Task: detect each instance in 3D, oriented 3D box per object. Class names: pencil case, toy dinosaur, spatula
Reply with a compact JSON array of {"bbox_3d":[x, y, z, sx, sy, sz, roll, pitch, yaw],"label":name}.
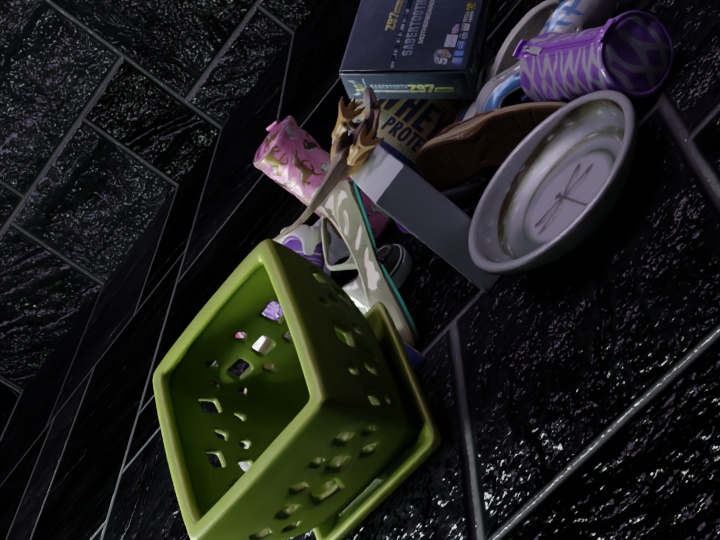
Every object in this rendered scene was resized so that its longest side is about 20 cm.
[{"bbox_3d":[0.225,-0.207,1.135,0.084,0.085,0.200,-53,18,-8],"label":"pencil case"},{"bbox_3d":[-0.015,-0.114,1.186,0.201,0.060,0.107,-57,-6,-27],"label":"toy dinosaur"},{"bbox_3d":[0.087,-0.079,1.351,0.021,0.057,0.199,-45,16,-32],"label":"spatula"},{"bbox_3d":[-0.047,-0.116,1.507,0.083,0.199,0.086,-54,15,-2],"label":"pencil case"}]

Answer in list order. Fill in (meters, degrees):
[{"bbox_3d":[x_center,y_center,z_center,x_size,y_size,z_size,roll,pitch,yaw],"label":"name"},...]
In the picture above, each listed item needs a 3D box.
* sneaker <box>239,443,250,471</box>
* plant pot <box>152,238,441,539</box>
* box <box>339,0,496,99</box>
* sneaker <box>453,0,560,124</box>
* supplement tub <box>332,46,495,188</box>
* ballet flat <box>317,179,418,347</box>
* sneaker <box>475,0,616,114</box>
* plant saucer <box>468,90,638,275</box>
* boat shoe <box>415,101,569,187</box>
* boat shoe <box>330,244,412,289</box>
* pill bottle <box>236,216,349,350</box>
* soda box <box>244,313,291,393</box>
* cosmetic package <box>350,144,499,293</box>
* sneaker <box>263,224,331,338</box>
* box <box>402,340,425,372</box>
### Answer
[{"bbox_3d":[-0.090,0.193,1.216,0.200,0.075,0.117,162,114,-66],"label":"sneaker"},{"bbox_3d":[-0.051,0.125,1.049,0.200,0.180,0.200,-48,42,25],"label":"plant pot"},{"bbox_3d":[0.073,-0.293,1.360,0.155,0.051,0.202,3,58,22],"label":"box"},{"bbox_3d":[0.169,-0.229,1.340,0.201,0.075,0.085,-54,22,7],"label":"sneaker"},{"bbox_3d":[0.071,-0.199,1.434,0.202,0.144,0.145,-57,17,-5],"label":"supplement tub"},{"bbox_3d":[0.000,0.000,1.236,0.069,0.069,0.202,-40,63,40],"label":"ballet flat"},{"bbox_3d":[0.212,-0.226,1.260,0.200,0.072,0.073,-47,51,9],"label":"sneaker"},{"bbox_3d":[0.183,-0.070,1.043,0.200,0.050,0.201,-44,23,23],"label":"plant saucer"},{"bbox_3d":[0.150,-0.144,1.205,0.198,0.073,0.072,-16,27,40],"label":"boat shoe"},{"bbox_3d":[0.002,0.010,1.315,0.070,0.064,0.200,-26,15,31],"label":"boat shoe"},{"bbox_3d":[-0.075,0.029,1.467,0.200,0.113,0.114,-45,20,29],"label":"pill bottle"},{"bbox_3d":[-0.088,0.116,1.322,0.068,0.064,0.200,-56,-3,-17],"label":"soda box"},{"bbox_3d":[0.064,-0.064,1.197,0.052,0.150,0.200,-53,18,6],"label":"cosmetic package"},{"bbox_3d":[-0.086,0.032,1.335,0.201,0.079,0.084,109,166,-51],"label":"sneaker"},{"bbox_3d":[-0.002,0.126,1.223,0.120,0.041,0.200,-58,20,-8],"label":"box"}]
